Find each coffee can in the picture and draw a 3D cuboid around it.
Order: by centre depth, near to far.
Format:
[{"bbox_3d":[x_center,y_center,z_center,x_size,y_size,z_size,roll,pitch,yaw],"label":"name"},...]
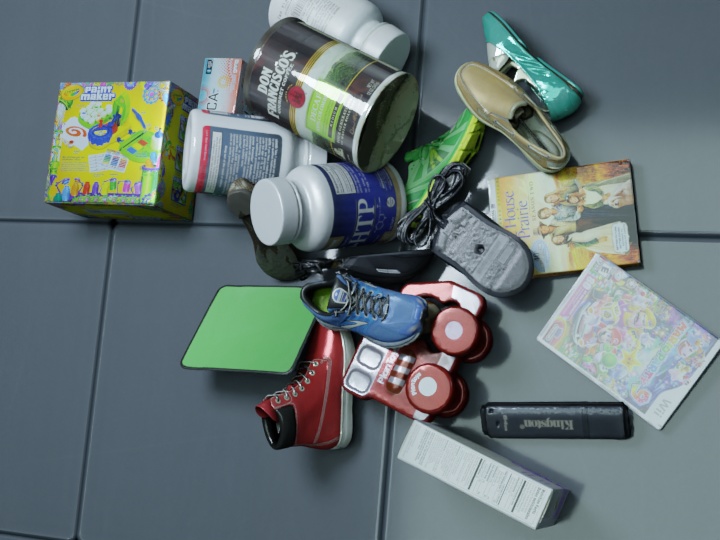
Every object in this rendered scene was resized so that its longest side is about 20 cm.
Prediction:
[{"bbox_3d":[-0.040,-0.243,1.517,0.199,0.146,0.147,30,91,22],"label":"coffee can"}]

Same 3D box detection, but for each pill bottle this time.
[{"bbox_3d":[-0.046,-0.089,1.527,0.119,0.199,0.121,17,110,54],"label":"pill bottle"},{"bbox_3d":[-0.154,-0.164,1.598,0.198,0.120,0.121,6,81,-14],"label":"pill bottle"},{"bbox_3d":[-0.029,-0.356,1.624,0.199,0.114,0.115,36,94,21],"label":"pill bottle"}]

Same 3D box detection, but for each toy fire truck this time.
[{"bbox_3d":[0.080,0.104,1.507,0.167,0.112,0.201,24,88,20],"label":"toy fire truck"}]

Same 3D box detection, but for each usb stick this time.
[{"bbox_3d":[0.259,0.200,1.464,0.198,0.033,0.056,-2,117,20],"label":"usb stick"}]

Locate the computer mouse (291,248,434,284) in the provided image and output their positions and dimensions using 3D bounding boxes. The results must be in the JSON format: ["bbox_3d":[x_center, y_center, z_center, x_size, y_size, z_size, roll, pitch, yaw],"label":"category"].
[{"bbox_3d":[0.000,0.000,1.566,0.198,0.140,0.047,-5,91,-20],"label":"computer mouse"}]

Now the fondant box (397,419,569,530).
[{"bbox_3d":[0.163,0.266,1.434,0.199,0.144,0.059,26,89,21],"label":"fondant box"}]

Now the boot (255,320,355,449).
[{"bbox_3d":[-0.082,0.149,1.538,0.072,0.143,0.202,-14,73,50],"label":"boot"}]

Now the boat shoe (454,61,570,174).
[{"bbox_3d":[0.209,-0.216,1.488,0.200,0.076,0.072,41,90,9],"label":"boat shoe"}]

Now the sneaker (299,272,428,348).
[{"bbox_3d":[0.000,0.052,1.477,0.199,0.089,0.079,5,74,34],"label":"sneaker"}]

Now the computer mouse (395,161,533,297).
[{"bbox_3d":[0.159,-0.041,1.502,0.200,0.053,0.139,42,98,21],"label":"computer mouse"}]

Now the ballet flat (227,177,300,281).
[{"bbox_3d":[-0.137,-0.060,1.585,0.067,0.201,0.047,-12,45,17],"label":"ballet flat"}]

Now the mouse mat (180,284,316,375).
[{"bbox_3d":[-0.155,0.083,1.595,0.198,0.008,0.162,0,48,30],"label":"mouse mat"}]

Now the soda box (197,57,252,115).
[{"bbox_3d":[-0.212,-0.222,1.695,0.068,0.064,0.202,5,82,20],"label":"soda box"}]

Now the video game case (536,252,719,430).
[{"bbox_3d":[0.353,0.092,1.448,0.199,0.018,0.144,37,99,16],"label":"video game case"}]

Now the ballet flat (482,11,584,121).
[{"bbox_3d":[0.223,-0.283,1.546,0.070,0.067,0.200,-44,71,2],"label":"ballet flat"}]

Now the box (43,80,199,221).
[{"bbox_3d":[-0.365,-0.185,1.711,0.198,0.122,0.195,3,82,21],"label":"box"}]

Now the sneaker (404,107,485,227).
[{"bbox_3d":[0.107,-0.159,1.564,0.083,0.074,0.201,37,95,17],"label":"sneaker"}]

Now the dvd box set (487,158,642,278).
[{"bbox_3d":[0.278,-0.068,1.511,0.198,0.029,0.148,-6,79,18],"label":"dvd box set"}]
